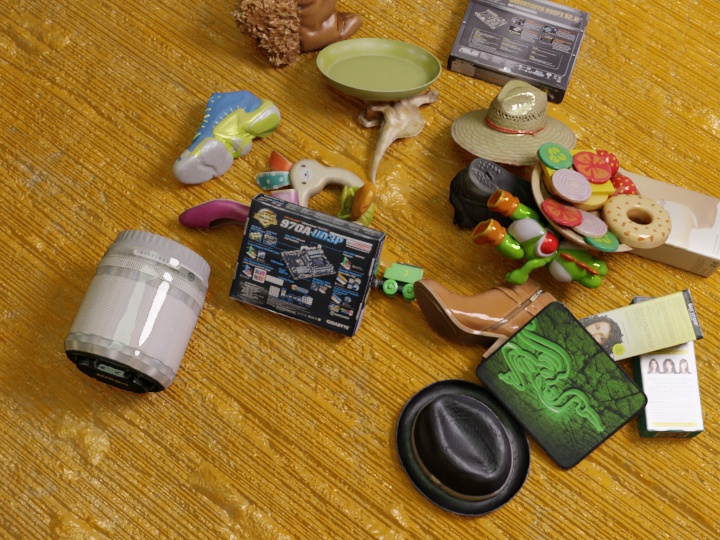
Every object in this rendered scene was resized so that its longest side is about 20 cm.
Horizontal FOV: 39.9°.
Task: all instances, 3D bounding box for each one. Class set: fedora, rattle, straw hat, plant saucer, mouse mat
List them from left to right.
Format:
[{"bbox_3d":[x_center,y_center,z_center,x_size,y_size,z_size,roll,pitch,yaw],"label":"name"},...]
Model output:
[{"bbox_3d":[-0.074,-0.132,1.501,0.200,0.143,0.130,45,93,9],"label":"rattle"},{"bbox_3d":[0.029,-0.318,1.585,0.199,0.031,0.200,2,36,-2],"label":"plant saucer"},{"bbox_3d":[0.146,0.237,1.378,0.200,0.092,0.201,0,69,-1],"label":"fedora"},{"bbox_3d":[0.242,-0.245,1.523,0.201,0.085,0.201,3,36,-2],"label":"straw hat"},{"bbox_3d":[0.282,0.163,1.392,0.161,0.008,0.200,-43,89,10],"label":"mouse mat"}]

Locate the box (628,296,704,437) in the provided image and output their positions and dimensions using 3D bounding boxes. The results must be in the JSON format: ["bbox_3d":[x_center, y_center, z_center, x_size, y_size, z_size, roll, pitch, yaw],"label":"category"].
[{"bbox_3d":[0.440,0.139,1.440,0.082,0.049,0.200,1,69,0],"label":"box"}]

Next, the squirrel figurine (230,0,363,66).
[{"bbox_3d":[-0.105,-0.433,1.586,0.141,0.187,0.200,42,74,14],"label":"squirrel figurine"}]

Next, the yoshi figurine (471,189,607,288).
[{"bbox_3d":[0.262,-0.033,1.449,0.200,0.112,0.112,29,36,-10],"label":"yoshi figurine"}]

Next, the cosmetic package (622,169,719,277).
[{"bbox_3d":[0.457,-0.075,1.511,0.200,0.071,0.105,17,70,7],"label":"cosmetic package"}]

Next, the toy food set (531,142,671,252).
[{"bbox_3d":[0.337,-0.105,1.425,0.198,0.049,0.200,-2,54,-21],"label":"toy food set"}]

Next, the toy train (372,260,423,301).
[{"bbox_3d":[0.000,0.000,1.493,0.200,0.042,0.057,13,81,5],"label":"toy train"}]

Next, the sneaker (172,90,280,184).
[{"bbox_3d":[-0.229,-0.218,1.573,0.200,0.076,0.105,-34,61,-20],"label":"sneaker"}]

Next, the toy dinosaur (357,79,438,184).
[{"bbox_3d":[0.048,-0.240,1.582,0.101,0.058,0.200,34,73,11],"label":"toy dinosaur"}]

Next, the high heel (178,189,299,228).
[{"bbox_3d":[-0.180,-0.062,1.508,0.200,0.067,0.096,-8,84,7],"label":"high heel"}]

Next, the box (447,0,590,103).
[{"bbox_3d":[0.262,-0.379,1.641,0.200,0.048,0.159,18,69,6],"label":"box"}]

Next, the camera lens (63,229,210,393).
[{"bbox_3d":[-0.315,0.063,1.408,0.160,0.160,0.200,17,70,6],"label":"camera lens"}]

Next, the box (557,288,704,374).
[{"bbox_3d":[0.375,0.088,1.406,0.200,0.050,0.075,-17,82,9],"label":"box"}]

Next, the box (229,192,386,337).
[{"bbox_3d":[-0.080,-0.008,1.450,0.200,0.046,0.159,17,110,6],"label":"box"}]

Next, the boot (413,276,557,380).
[{"bbox_3d":[0.189,0.049,1.463,0.200,0.074,0.155,44,67,3],"label":"boot"}]

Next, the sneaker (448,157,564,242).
[{"bbox_3d":[0.219,-0.093,1.524,0.199,0.114,0.076,26,63,-20],"label":"sneaker"}]
